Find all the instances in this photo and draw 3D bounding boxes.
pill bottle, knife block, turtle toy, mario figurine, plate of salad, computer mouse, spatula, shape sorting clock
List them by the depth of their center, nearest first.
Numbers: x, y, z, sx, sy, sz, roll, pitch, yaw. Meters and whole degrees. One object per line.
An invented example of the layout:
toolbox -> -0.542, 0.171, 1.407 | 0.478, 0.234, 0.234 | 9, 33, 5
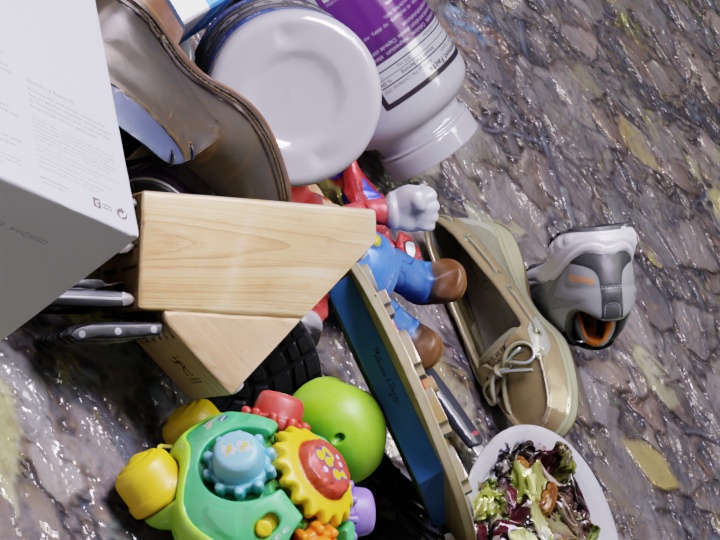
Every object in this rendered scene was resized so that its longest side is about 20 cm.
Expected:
knife block -> -0.112, -0.019, 1.452 | 0.200, 0.064, 0.176 | -46, 106, -23
turtle toy -> -0.046, 0.128, 1.460 | 0.146, 0.101, 0.200 | 52, 26, -6
shape sorting clock -> 0.030, 0.080, 1.562 | 0.200, 0.039, 0.201 | 155, -90, -88
computer mouse -> 0.016, 0.177, 1.566 | 0.140, 0.046, 0.200 | 45, 29, -23
pill bottle -> -0.054, -0.124, 1.645 | 0.114, 0.114, 0.200 | 49, 1, -13
mario figurine -> 0.000, 0.000, 1.673 | 0.200, 0.106, 0.124 | 30, 39, -43
plate of salad -> 0.132, 0.202, 1.673 | 0.200, 0.048, 0.201 | 19, 66, -48
spatula -> 0.086, 0.139, 1.746 | 0.056, 0.021, 0.200 | -17, 74, -57
pill bottle -> 0.002, -0.169, 1.838 | 0.200, 0.112, 0.113 | 56, 27, -14

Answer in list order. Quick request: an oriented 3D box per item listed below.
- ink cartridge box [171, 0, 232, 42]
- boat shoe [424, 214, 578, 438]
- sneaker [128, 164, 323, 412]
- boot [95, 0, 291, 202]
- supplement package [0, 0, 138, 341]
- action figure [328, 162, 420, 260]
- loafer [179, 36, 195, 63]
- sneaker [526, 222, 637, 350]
ink cartridge box -> -0.179, -0.170, 1.535 | 0.200, 0.067, 0.116 | -37, 92, -39
boat shoe -> 0.100, 0.043, 1.825 | 0.063, 0.073, 0.201 | 13, 47, -38
sneaker -> -0.085, 0.012, 1.559 | 0.200, 0.076, 0.088 | 56, 10, -16
boot -> -0.118, -0.077, 1.474 | 0.200, 0.075, 0.097 | 52, 47, -31
supplement package -> -0.236, -0.083, 1.334 | 0.152, 0.151, 0.201 | 25, 40, -43
action figure -> -0.019, -0.083, 1.781 | 0.200, 0.052, 0.065 | 58, -6, 1
loafer -> -0.169, -0.170, 1.638 | 0.069, 0.075, 0.201 | -10, 66, -34
sneaker -> 0.162, 0.028, 1.863 | 0.200, 0.074, 0.080 | 109, -24, -73
